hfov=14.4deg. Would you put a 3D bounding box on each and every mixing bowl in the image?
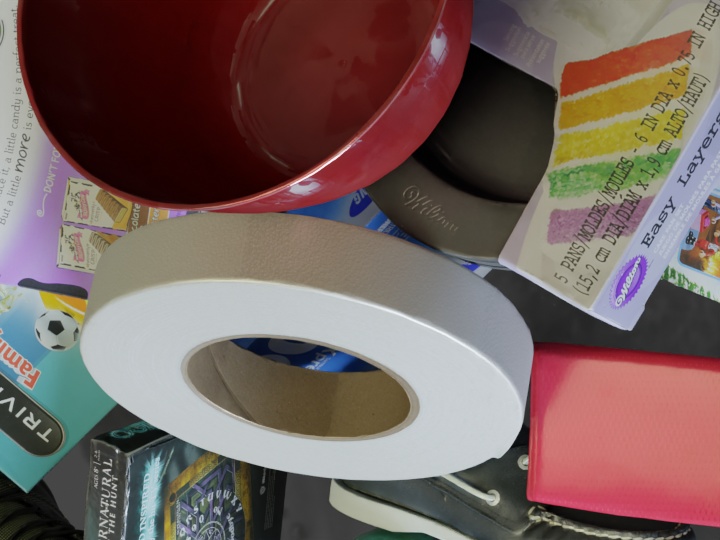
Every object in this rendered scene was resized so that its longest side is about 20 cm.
[{"bbox_3d":[-0.030,-0.102,1.175,0.200,0.108,0.200,-9,68,24],"label":"mixing bowl"}]

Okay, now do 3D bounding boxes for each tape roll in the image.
[{"bbox_3d":[-0.023,0.037,1.260,0.203,0.203,0.037,-12,55,37],"label":"tape roll"}]

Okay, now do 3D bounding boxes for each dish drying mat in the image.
[{"bbox_3d":[0.172,0.077,1.258,0.200,0.018,0.077,6,104,18],"label":"dish drying mat"}]

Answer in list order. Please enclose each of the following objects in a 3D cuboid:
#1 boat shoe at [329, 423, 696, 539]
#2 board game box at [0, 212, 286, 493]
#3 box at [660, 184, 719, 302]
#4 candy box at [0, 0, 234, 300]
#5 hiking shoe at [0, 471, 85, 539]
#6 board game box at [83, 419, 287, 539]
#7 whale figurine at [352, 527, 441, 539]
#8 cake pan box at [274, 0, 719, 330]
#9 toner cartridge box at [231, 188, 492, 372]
[{"bbox_3d":[0.069,0.100,1.337,0.200,0.076,0.060,11,107,30],"label":"boat shoe"},{"bbox_3d":[-0.153,-0.009,1.403,0.151,0.047,0.200,42,110,-10],"label":"board game box"},{"bbox_3d":[0.164,-0.088,1.247,0.137,0.039,0.200,24,113,32],"label":"box"},{"bbox_3d":[-0.161,-0.083,1.310,0.200,0.072,0.168,11,112,2],"label":"candy box"},{"bbox_3d":[-0.170,0.149,1.506,0.200,0.076,0.101,51,152,5],"label":"hiking shoe"},{"bbox_3d":[-0.091,0.165,1.431,0.028,0.135,0.200,17,109,33],"label":"board game box"},{"bbox_3d":[0.050,0.208,1.357,0.200,0.104,0.159,38,119,24],"label":"whale figurine"},{"bbox_3d":[0.081,-0.096,1.211,0.184,0.052,0.200,33,95,31],"label":"cake pan box"},{"bbox_3d":[0.000,0.000,1.348,0.200,0.095,0.043,-46,53,34],"label":"toner cartridge box"}]
